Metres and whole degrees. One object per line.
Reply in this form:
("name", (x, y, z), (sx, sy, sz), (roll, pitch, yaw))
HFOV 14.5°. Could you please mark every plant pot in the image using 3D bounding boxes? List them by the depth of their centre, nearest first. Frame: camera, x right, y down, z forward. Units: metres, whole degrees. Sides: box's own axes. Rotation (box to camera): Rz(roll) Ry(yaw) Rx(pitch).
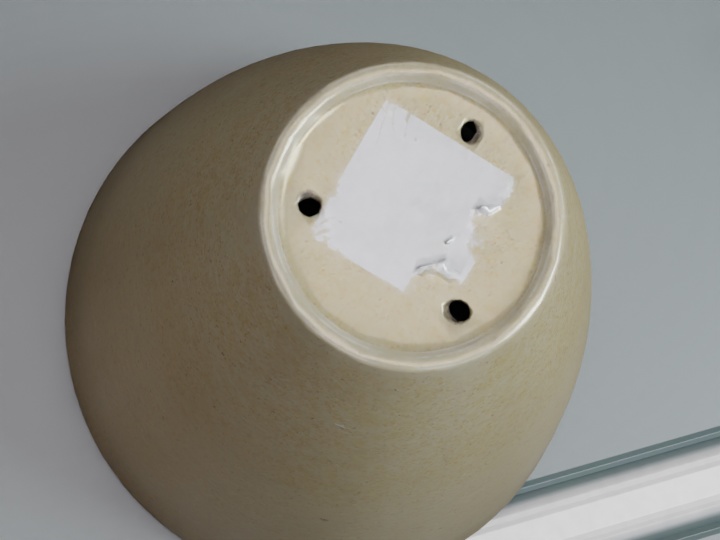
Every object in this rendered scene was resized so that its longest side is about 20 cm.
("plant pot", (0.000, 0.000, 0.921), (0.186, 0.200, 0.189), (1, 80, -8))
